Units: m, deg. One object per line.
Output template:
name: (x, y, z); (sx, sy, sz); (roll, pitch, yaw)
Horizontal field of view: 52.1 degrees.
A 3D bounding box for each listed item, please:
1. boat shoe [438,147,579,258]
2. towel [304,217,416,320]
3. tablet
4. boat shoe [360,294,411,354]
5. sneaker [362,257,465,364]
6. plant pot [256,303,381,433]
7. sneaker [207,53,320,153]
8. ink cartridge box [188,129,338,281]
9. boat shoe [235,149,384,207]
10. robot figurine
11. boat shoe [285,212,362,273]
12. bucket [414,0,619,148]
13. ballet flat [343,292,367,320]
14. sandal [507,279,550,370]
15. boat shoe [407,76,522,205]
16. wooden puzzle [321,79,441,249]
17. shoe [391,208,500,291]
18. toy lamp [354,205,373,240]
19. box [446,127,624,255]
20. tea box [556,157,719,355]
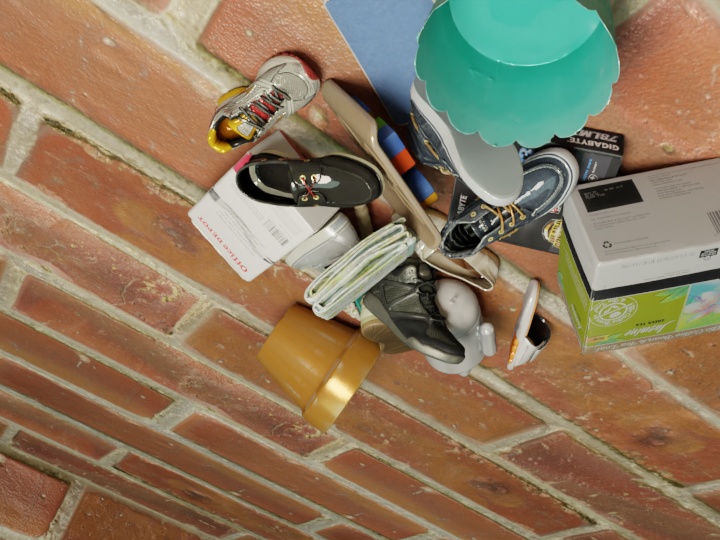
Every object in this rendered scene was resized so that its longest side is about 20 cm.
boat shoe: (0.182, -0.075, 0.920); (0.071, 0.091, 0.200); (53, 140, 1)
towel: (0.000, 0.000, 1.035); (0.048, 0.171, 0.200); (53, 178, 6)
tablet: (0.055, -0.265, 0.887); (0.129, 0.014, 0.200); (-10, 136, 31)
boat shoe: (0.054, 0.097, 1.279); (0.073, 0.063, 0.200); (-18, 154, 13)
sneaker: (0.095, 0.053, 1.117); (0.076, 0.199, 0.115); (10, 114, -47)
plant pot: (-0.084, 0.164, 1.361); (0.183, 0.201, 0.201); (35, 142, 2)
sneaker: (-0.129, -0.211, 0.971); (0.199, 0.083, 0.078); (-24, 127, 41)
ink cartridge box: (-0.147, -0.091, 1.101); (0.146, 0.083, 0.199); (49, 137, -9)
boat shoe: (-0.066, -0.109, 0.931); (0.200, 0.063, 0.074); (10, 125, 25)
robot figurine: (0.148, 0.093, 1.223); (0.168, 0.113, 0.201); (14, 147, 30)
boat shoe: (-0.055, -0.024, 1.110); (0.072, 0.070, 0.201); (50, 155, -5)
bucket: (0.165, -0.245, 0.766); (0.205, 0.136, 0.208); (11, 142, 9)
ballet flat: (-0.028, 0.011, 1.229); (0.063, 0.076, 0.201); (17, 143, 27)
sandal: (0.284, 0.100, 1.207); (0.059, 0.080, 0.208); (13, 141, 9)
boat shoe: (0.120, -0.138, 0.871); (0.070, 0.201, 0.091); (-21, 152, -16)
wooden puzzle: (0.035, -0.144, 0.948); (0.046, 0.185, 0.201); (-35, 127, -1)
shoe: (0.131, -0.034, 1.118); (0.199, 0.054, 0.070); (29, 142, -16)
toy lamp: (0.008, -0.066, 1.123); (0.058, 0.059, 0.201); (2, 142, 19)
box: (0.225, -0.113, 0.987); (0.196, 0.050, 0.201); (12, 142, 6)
tea box: (0.369, -0.013, 0.940); (0.198, 0.135, 0.198); (-11, 141, 3)
